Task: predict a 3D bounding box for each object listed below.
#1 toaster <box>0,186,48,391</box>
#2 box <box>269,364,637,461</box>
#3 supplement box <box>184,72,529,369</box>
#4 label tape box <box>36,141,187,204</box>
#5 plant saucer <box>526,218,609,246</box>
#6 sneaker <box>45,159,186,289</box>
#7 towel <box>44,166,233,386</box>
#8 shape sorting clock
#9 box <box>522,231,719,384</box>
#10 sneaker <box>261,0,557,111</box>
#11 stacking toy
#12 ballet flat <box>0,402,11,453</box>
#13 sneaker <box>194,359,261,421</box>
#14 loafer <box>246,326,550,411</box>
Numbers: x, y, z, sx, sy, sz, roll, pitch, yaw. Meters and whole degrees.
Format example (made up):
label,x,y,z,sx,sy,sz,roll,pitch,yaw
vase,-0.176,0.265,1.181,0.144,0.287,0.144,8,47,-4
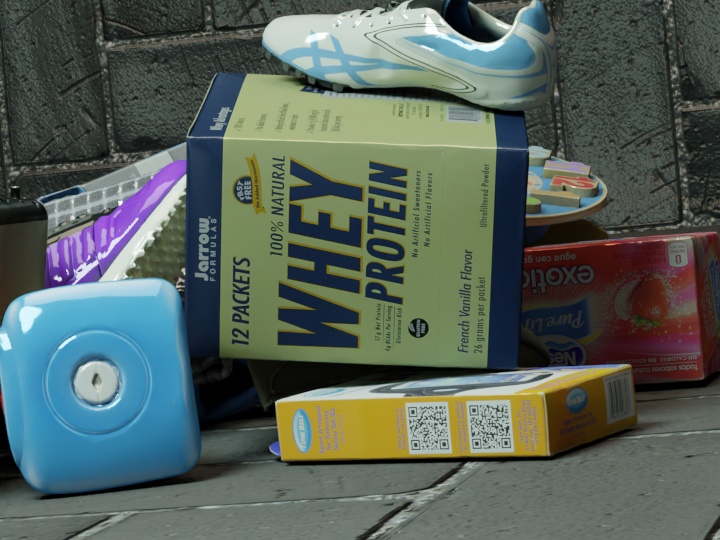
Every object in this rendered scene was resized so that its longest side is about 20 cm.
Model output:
label,x,y,z,sx,sy,sz,roll,pitch,yaw
toaster,-0.295,0.013,1.537,0.179,0.120,0.200,0,4,16
box,0.046,0.082,1.521,0.199,0.042,0.119,-1,5,30
supplement box,-0.001,-0.035,1.610,0.198,0.135,0.200,2,15,1
label tape box,-0.202,-0.021,1.930,0.144,0.064,0.200,-31,-2,35
plant saucer,0.091,-0.004,1.961,0.198,0.049,0.200,14,-15,16
sneaker,-0.179,-0.006,1.663,0.099,0.201,0.070,28,-25,19
towel,-0.185,0.022,1.771,0.198,0.086,0.166,-15,37,11
shape sorting clock,0.074,-0.066,1.835,0.198,0.040,0.200,9,18,-3
box,0.139,0.029,1.766,0.198,0.096,0.103,-5,2,17
sneaker,0.030,-0.144,1.625,0.199,0.073,0.072,8,17,26
stacking toy,-0.156,0.077,1.565,0.109,0.117,0.200,-8,-8,-6
ballet flat,-0.274,0.090,1.661,0.199,0.069,0.068,-8,6,-25
sneaker,-0.142,0.066,1.805,0.198,0.076,0.105,-5,4,3
loafer,0.022,0.067,1.678,0.198,0.070,0.075,2,-21,-2
